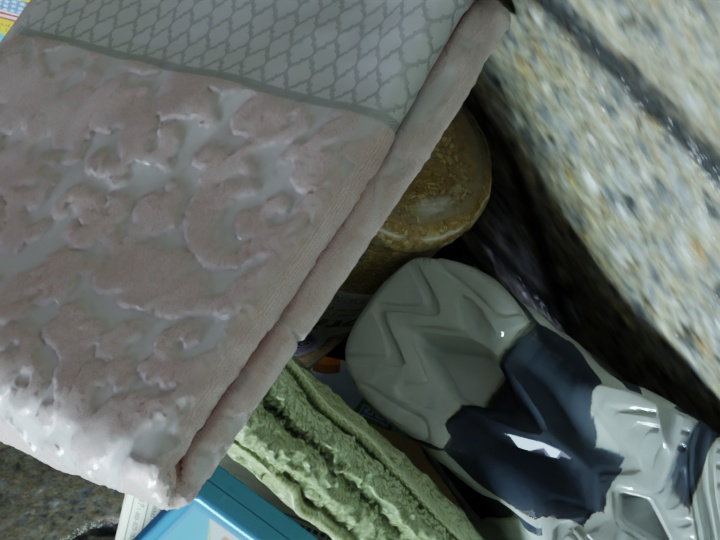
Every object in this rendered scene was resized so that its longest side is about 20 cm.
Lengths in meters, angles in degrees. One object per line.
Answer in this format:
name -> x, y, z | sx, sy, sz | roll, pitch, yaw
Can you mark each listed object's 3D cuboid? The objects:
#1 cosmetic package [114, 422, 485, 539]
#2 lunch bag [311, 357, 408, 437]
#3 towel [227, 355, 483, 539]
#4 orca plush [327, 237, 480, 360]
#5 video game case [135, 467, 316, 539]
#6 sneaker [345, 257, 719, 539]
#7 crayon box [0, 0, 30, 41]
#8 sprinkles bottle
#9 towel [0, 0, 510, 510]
cosmetic package -> 0.003, 0.124, 1.140 | 0.200, 0.071, 0.105 | 21, 120, 7
lunch bag -> -0.026, 0.039, 1.269 | 0.200, 0.124, 0.170 | 48, 172, -3
towel -> -0.024, 0.050, 0.948 | 0.200, 0.036, 0.148 | 43, 179, -40
orca plush -> 0.000, 0.000, 1.137 | 0.200, 0.071, 0.105 | 55, 171, 3
video game case -> -0.002, 0.160, 1.064 | 0.200, 0.018, 0.143 | 37, 149, -4
sneaker -> 0.088, 0.081, 0.969 | 0.199, 0.080, 0.130 | 35, -179, 19
crayon box -> -0.138, -0.092, 1.248 | 0.127, 0.051, 0.200 | 19, 150, -19
sprinkles bottle -> -0.022, -0.004, 1.030 | 0.068, 0.068, 0.200 | 55, 148, 6
towel -> -0.072, -0.031, 0.878 | 0.200, 0.191, 0.032 | 17, 157, 46
